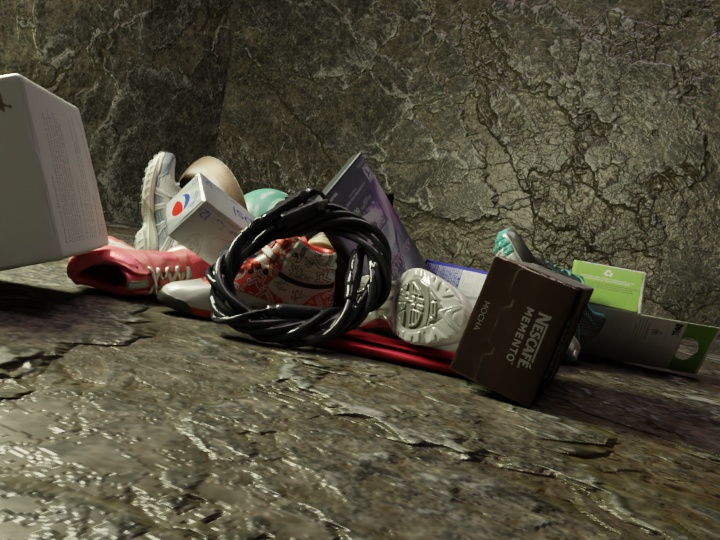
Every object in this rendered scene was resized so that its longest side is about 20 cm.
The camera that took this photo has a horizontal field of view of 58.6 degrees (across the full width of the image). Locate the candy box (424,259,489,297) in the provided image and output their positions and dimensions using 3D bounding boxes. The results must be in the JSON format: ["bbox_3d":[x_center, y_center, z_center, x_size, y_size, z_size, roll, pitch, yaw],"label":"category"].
[{"bbox_3d":[0.211,0.053,1.026,0.200,0.077,0.169,13,-9,28],"label":"candy box"}]

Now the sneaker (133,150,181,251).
[{"bbox_3d":[-0.261,-0.067,0.887,0.086,0.201,0.078,5,-17,-14],"label":"sneaker"}]

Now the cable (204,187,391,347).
[{"bbox_3d":[-0.065,0.007,0.673,0.163,0.200,0.051,46,-27,14],"label":"cable"}]

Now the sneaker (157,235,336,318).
[{"bbox_3d":[-0.125,0.003,0.742,0.201,0.108,0.067,9,9,-16],"label":"sneaker"}]

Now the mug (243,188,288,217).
[{"bbox_3d":[-0.132,-0.050,0.997,0.114,0.152,0.185,-23,-4,37],"label":"mug"}]

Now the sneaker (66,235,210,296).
[{"bbox_3d":[-0.256,0.010,0.783,0.200,0.074,0.087,7,19,-13],"label":"sneaker"}]

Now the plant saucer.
[{"bbox_3d":[-0.220,-0.060,0.915,0.032,0.201,0.200,-12,16,-39],"label":"plant saucer"}]

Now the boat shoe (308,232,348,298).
[{"bbox_3d":[0.000,0.000,0.859,0.072,0.072,0.200,-8,-37,38],"label":"boat shoe"}]

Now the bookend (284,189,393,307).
[{"bbox_3d":[-0.034,-0.016,0.952,0.092,0.199,0.200,11,14,20],"label":"bookend"}]

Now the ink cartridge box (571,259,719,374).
[{"bbox_3d":[0.407,0.072,0.949,0.199,0.076,0.148,11,-32,19],"label":"ink cartridge box"}]

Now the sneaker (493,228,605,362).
[{"bbox_3d":[0.260,0.022,0.881,0.091,0.200,0.078,-32,0,-11],"label":"sneaker"}]

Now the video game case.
[{"bbox_3d":[0.019,-0.035,0.826,0.019,0.200,0.143,-18,25,35],"label":"video game case"}]

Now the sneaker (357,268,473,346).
[{"bbox_3d":[0.071,0.045,0.705,0.099,0.078,0.200,18,-5,-29],"label":"sneaker"}]

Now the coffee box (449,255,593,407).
[{"bbox_3d":[0.169,0.054,0.640,0.080,0.113,0.200,24,9,22],"label":"coffee box"}]

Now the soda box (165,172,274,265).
[{"bbox_3d":[-0.144,-0.027,0.795,0.200,0.063,0.068,40,15,-39],"label":"soda box"}]

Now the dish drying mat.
[{"bbox_3d":[0.021,0.079,0.682,0.199,0.018,0.077,10,2,14],"label":"dish drying mat"}]

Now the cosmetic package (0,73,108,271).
[{"bbox_3d":[-0.370,-0.084,0.639,0.166,0.168,0.200,-11,7,-9],"label":"cosmetic package"}]

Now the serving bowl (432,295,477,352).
[{"bbox_3d":[0.157,0.071,0.850,0.200,0.066,0.200,11,2,0],"label":"serving bowl"}]
